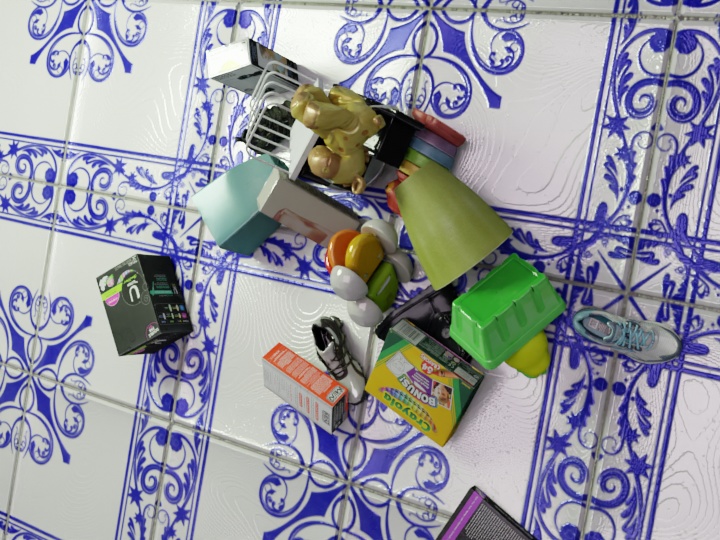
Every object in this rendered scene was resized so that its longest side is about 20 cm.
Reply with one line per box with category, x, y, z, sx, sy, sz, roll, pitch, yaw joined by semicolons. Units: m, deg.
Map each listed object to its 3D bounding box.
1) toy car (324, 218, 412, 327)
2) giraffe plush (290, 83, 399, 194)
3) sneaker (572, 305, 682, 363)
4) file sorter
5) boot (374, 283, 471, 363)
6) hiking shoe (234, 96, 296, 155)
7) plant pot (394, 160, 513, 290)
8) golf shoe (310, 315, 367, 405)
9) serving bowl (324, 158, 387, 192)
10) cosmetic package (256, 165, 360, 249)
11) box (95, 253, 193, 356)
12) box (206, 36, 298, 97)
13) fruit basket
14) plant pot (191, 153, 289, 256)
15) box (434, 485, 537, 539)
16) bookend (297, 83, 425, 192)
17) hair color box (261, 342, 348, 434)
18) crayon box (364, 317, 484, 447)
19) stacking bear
toy car;0.000;0.000;1.618;0.148;0.201;0.176;15;59;39
giraffe plush;-0.039;-0.236;1.483;0.196;0.173;0.165;9;118;-5
sneaker;0.472;0.120;1.437;0.197;0.086;0.079;15;95;26
file sorter;-0.157;-0.312;1.633;0.140;0.123;0.202;-57;23;32
boot;0.142;0.135;1.606;0.199;0.076;0.170;-36;70;16
hiking shoe;-0.185;-0.330;1.777;0.199;0.100;0.077;-37;73;20
plant pot;0.157;-0.099;1.521;0.186;0.187;0.201;-37;90;20
golf shoe;-0.055;0.194;1.693;0.077;0.094;0.203;-31;76;20
serving bowl;-0.014;-0.264;1.709;0.197;0.066;0.205;-1;87;27
cosmetic package;-0.110;-0.125;1.672;0.198;0.104;0.088;29;103;-18
box;-0.514;0.083;1.909;0.147;0.124;0.203;-26;78;24
box;-0.233;-0.438;1.752;0.115;0.199;0.061;-9;83;24
fruit basket;0.284;0.104;1.507;0.155;0.214;0.218;42;106;44
plant pot;-0.238;-0.156;1.782;0.199;0.141;0.143;-36;73;12
box;0.256;0.540;1.553;0.199;0.036;0.144;39;105;24
bookend;-0.004;-0.238;1.587;0.198;0.091;0.203;33;103;41
hair color box;-0.119;0.251;1.714;0.198;0.061;0.103;32;142;24
crayon box;0.122;0.221;1.576;0.199;0.058;0.174;34;127;18
stacking bear;0.118;-0.204;1.613;0.202;0.112;0.122;-61;25;9
